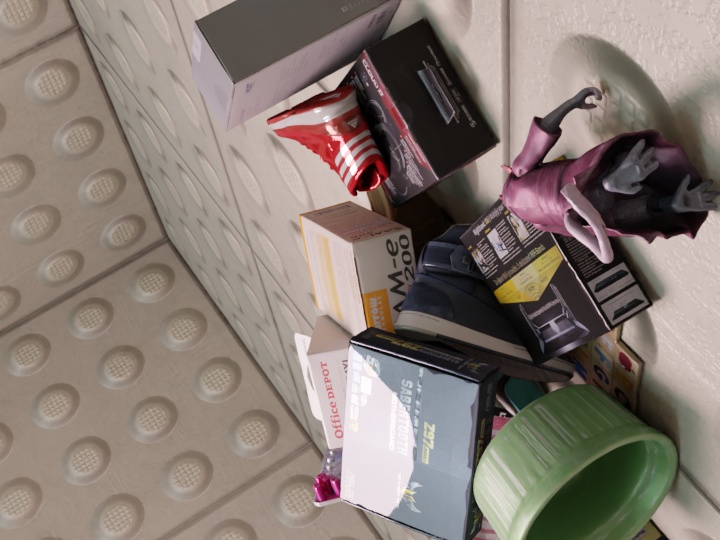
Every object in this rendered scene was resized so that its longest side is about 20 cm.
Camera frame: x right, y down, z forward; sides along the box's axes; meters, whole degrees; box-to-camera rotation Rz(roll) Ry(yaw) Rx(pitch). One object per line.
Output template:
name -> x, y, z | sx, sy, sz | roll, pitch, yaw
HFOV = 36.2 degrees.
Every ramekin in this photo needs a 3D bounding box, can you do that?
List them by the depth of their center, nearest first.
ramekin -> 0.211, 0.211, 1.114 | 0.098, 0.200, 0.200 | 49, 163, 42

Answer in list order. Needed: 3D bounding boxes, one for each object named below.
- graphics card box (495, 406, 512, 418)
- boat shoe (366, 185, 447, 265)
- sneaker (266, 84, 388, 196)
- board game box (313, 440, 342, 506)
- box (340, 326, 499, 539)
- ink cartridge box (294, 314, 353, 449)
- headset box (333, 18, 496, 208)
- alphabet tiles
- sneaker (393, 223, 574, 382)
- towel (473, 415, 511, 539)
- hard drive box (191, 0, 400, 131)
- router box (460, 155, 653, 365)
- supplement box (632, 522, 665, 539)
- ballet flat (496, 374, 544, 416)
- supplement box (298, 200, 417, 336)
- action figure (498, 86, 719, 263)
graphics card box -> 0.112, 0.202, 1.491 | 0.199, 0.051, 0.126 | 13, 160, 15
boat shoe -> 0.050, -0.066, 1.316 | 0.065, 0.071, 0.201 | 139, 117, -65
sneaker -> -0.037, -0.131, 1.207 | 0.116, 0.078, 0.200 | 64, 168, -12
board game box -> 0.044, 0.203, 1.343 | 0.200, 0.199, 0.026 | -77, -32, -71
box -> 0.059, 0.175, 1.165 | 0.157, 0.051, 0.201 | 16, 115, 28
ink cartridge box -> 0.025, 0.121, 1.316 | 0.125, 0.199, 0.129 | -79, -23, -71
headset box -> 0.052, -0.160, 1.151 | 0.149, 0.077, 0.200 | 59, 165, 0
alphabet tiles -> 0.222, 0.056, 1.152 | 0.200, 0.006, 0.167 | 50, 163, 33
sneaker -> 0.151, 0.030, 1.191 | 0.202, 0.147, 0.077 | 21, 160, -8
towel -> 0.172, 0.250, 1.256 | 0.146, 0.200, 0.030 | -5, 135, 34
hard drive box -> -0.071, -0.243, 1.148 | 0.077, 0.200, 0.156 | 58, 165, 4
router box -> 0.180, -0.002, 1.059 | 0.158, 0.052, 0.200 | 60, 164, 6
supplement box -> 0.255, 0.337, 1.351 | 0.200, 0.134, 0.200 | 50, 164, 32
ballet flat -> 0.158, 0.111, 1.304 | 0.069, 0.069, 0.200 | 43, 172, 48
supplement box -> 0.000, 0.000, 1.285 | 0.200, 0.073, 0.126 | -147, 44, -66
action figure -> 0.168, -0.052, 0.856 | 0.200, 0.149, 0.134 | 5, 132, 56
